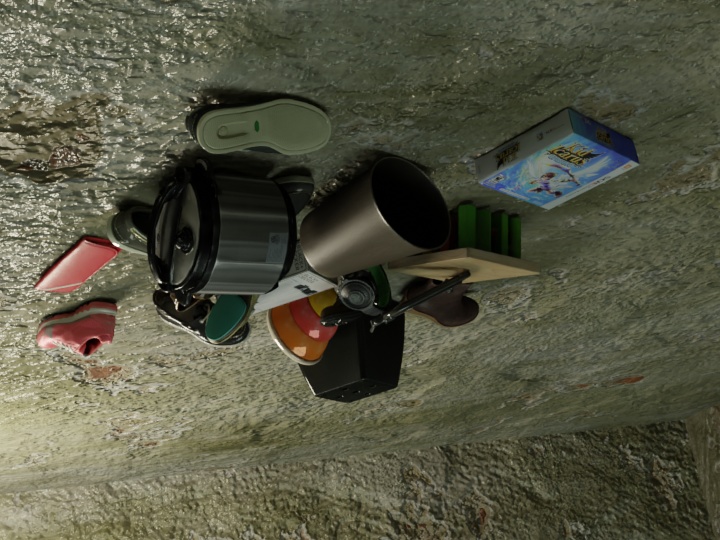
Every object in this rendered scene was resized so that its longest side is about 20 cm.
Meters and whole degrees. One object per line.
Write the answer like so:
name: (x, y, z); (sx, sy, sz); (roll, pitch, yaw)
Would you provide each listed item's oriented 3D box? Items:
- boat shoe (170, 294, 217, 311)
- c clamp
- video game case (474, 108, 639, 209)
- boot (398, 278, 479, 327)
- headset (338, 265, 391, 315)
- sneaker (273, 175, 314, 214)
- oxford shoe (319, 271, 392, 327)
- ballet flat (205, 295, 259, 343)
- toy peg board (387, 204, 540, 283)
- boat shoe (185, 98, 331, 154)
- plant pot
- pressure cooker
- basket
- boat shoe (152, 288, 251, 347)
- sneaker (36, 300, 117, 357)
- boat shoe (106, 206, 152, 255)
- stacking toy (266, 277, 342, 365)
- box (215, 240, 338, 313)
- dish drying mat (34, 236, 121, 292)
boat shoe: (-0.265, 0.014, 1.752); (0.071, 0.074, 0.199); (5, 155, -34)
c clamp: (0.104, 0.051, 1.823); (0.197, 0.027, 0.171); (-26, 173, -4)
video game case: (0.307, -0.167, 1.583); (0.180, 0.046, 0.198); (-28, 152, 38)
boot: (0.190, 0.057, 2.072); (0.196, 0.074, 0.166); (5, 157, -26)
headset: (0.000, 0.000, 1.777); (0.093, 0.126, 0.199); (-27, 146, 27)
sneaker: (-0.124, -0.064, 1.565); (0.074, 0.108, 0.199); (4, 155, -33)
oxford shoe: (-0.022, 0.048, 1.851); (0.072, 0.086, 0.199); (-21, -176, 32)
ballet flat: (-0.196, 0.039, 1.744); (0.070, 0.070, 0.202); (15, 107, -49)
toy peg board: (0.185, -0.046, 1.811); (0.198, 0.100, 0.197); (11, 167, -42)
boat shoe: (-0.130, -0.190, 1.324); (0.197, 0.073, 0.067); (-5, -163, -31)
plant pot: (-0.023, 0.168, 2.117); (0.197, 0.181, 0.198); (-20, 157, 29)
pressure cooker: (-0.209, -0.056, 1.451); (0.197, 0.179, 0.178); (1, 154, -36)
basket: (0.010, -0.071, 1.581); (0.179, 0.139, 0.198); (25, 146, -37)
boat shoe: (-0.289, 0.080, 1.840); (0.197, 0.075, 0.061); (21, 158, 23)
sneaker: (-0.534, 0.123, 1.896); (0.197, 0.088, 0.073); (-21, 156, 29)
boat shoe: (-0.292, -0.051, 1.575); (0.199, 0.074, 0.060); (16, 153, -42)
stacking toy: (-0.072, 0.073, 1.963); (0.199, 0.148, 0.145); (-40, 148, 25)
box: (-0.152, 0.015, 1.826); (0.197, 0.061, 0.116); (-19, 158, 21)
dish drying mat: (-0.467, -0.006, 1.687); (0.076, 0.019, 0.199); (9, 152, -39)
